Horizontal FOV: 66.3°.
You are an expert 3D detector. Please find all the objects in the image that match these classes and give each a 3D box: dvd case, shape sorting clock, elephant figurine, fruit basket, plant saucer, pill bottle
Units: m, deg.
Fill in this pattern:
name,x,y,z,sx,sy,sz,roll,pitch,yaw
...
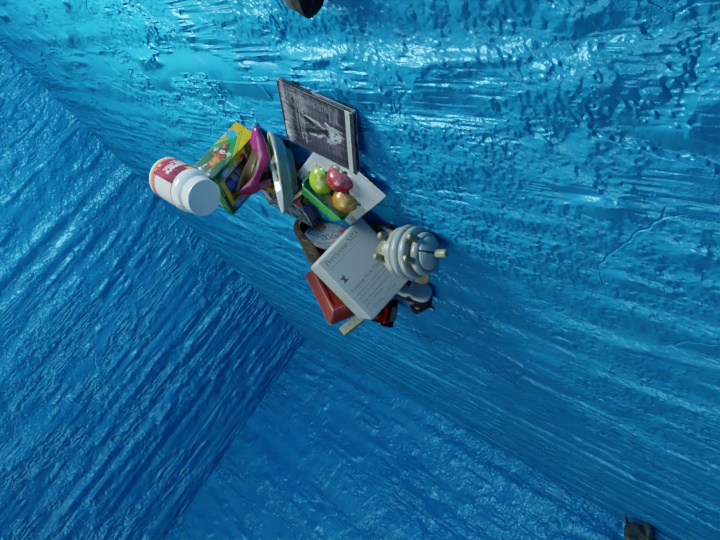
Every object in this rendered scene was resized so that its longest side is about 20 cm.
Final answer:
name,x,y,z,sx,sy,sz,roll,pitch,yaw
dvd case,-0.084,-0.295,1.125,0.198,0.016,0.150,31,149,24
shape sorting clock,0.106,-0.043,1.437,0.200,0.039,0.200,44,170,10
elephant figurine,1.160,1.105,2.256,0.153,0.144,0.200,14,164,18
fruit basket,-0.048,-0.202,1.278,0.185,0.094,0.200,40,148,-10
plant saucer,-0.037,0.036,1.576,0.037,0.197,0.201,84,160,-51
pill bottle,-0.444,-0.212,1.397,0.199,0.110,0.110,27,162,39
plant saucer,-0.189,-0.245,1.364,0.200,0.049,0.204,168,90,-79

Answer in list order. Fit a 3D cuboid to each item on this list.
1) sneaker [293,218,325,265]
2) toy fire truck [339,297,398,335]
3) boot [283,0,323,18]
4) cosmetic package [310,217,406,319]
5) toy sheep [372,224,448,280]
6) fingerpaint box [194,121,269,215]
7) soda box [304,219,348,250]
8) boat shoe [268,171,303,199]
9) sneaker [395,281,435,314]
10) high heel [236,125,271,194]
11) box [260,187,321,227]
name,x,y,z,sx,sy,sz,roll,pitch,yaw
sneaker,-0.148,-0.080,1.746,0.201,0.070,0.076,54,158,2
toy fire truck,0.003,0.138,1.835,0.198,0.131,0.175,4,-168,-45
boot,-0.131,-0.451,0.762,0.131,0.070,0.201,35,160,24
cosmetic package,0.000,0.000,1.438,0.200,0.168,0.166,45,170,-5
toy sheep,0.115,-0.041,1.264,0.198,0.139,0.138,12,152,45
fingerpaint box,-0.342,-0.273,1.509,0.073,0.168,0.201,34,163,15
soda box,-0.075,-0.094,1.635,0.198,0.064,0.069,20,157,44
boat shoe,-0.201,-0.241,1.483,0.072,0.072,0.199,44,169,-31
sneaker,0.131,0.066,1.618,0.198,0.076,0.114,22,156,35
high heel,-0.287,-0.279,1.432,0.068,0.095,0.202,55,157,38
box,-0.219,-0.214,1.645,0.198,0.040,0.137,28,161,29
